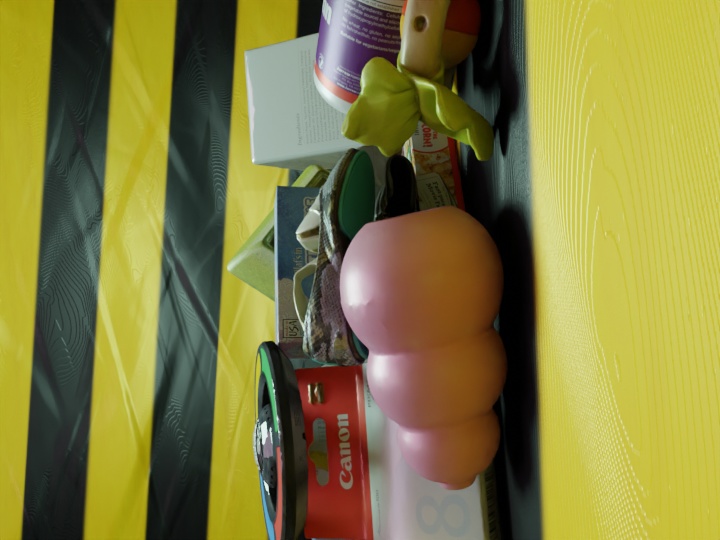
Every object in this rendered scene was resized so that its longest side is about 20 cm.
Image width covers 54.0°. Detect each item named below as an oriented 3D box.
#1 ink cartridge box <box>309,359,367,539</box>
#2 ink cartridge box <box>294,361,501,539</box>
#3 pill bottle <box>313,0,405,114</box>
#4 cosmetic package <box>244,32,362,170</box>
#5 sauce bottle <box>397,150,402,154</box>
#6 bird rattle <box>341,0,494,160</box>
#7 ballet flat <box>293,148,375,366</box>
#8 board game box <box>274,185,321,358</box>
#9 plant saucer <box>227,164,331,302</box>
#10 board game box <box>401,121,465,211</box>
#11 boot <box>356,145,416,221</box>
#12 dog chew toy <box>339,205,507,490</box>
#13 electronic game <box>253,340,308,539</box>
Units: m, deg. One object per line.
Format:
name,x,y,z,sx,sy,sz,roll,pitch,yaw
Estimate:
ink cartridge box,0.024,0.206,0.797,0.146,0.142,0.206,-6,-90,-77
ink cartridge box,0.019,0.161,0.619,0.047,0.195,0.165,9,-105,-63
pill bottle,0.023,-0.244,0.622,0.114,0.109,0.203,-95,14,-45
cosmetic package,-0.045,-0.247,1.054,0.166,0.195,0.172,-7,-86,-63
sauce bottle,0.054,-0.133,0.975,0.065,0.063,0.206,-98,3,-71
bird rattle,0.048,-0.187,0.514,0.163,0.109,0.206,-54,-34,-67
ballet flat,-0.026,-0.015,0.604,0.073,0.070,0.205,89,-177,-62
board game box,0.000,0.000,0.800,0.044,0.193,0.205,107,161,-58
plant saucer,-0.031,-0.033,0.867,0.201,0.197,0.048,-54,-9,-31
board game box,0.073,-0.059,0.733,0.153,0.045,0.205,88,178,-59
boot,0.029,-0.071,0.699,0.132,0.066,0.205,111,159,-57
dog chew toy,0.055,0.059,0.522,0.125,0.121,0.206,-112,10,-86
electronic game,-0.085,0.172,0.696,0.200,0.040,0.206,178,90,-75
